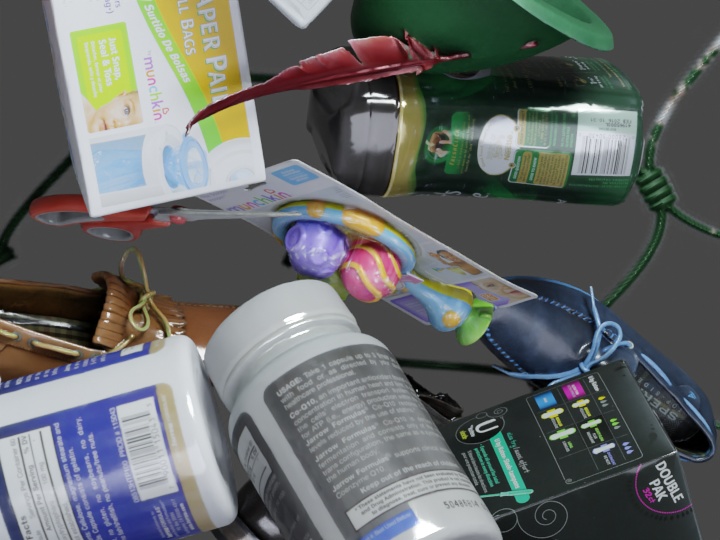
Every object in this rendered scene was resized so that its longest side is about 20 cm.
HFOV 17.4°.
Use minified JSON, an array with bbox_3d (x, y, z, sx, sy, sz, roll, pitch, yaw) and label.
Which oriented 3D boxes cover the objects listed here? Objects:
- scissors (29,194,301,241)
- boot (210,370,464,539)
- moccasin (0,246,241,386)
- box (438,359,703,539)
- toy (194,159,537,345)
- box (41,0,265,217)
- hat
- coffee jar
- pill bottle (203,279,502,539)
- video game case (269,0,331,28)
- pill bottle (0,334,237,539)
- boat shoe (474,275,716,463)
[{"bbox_3d":[-0.123,-0.034,1.406,0.073,0.200,0.014,22,74,-38],"label":"scissors"},{"bbox_3d":[0.010,0.157,1.583,0.174,0.069,0.200,-46,121,3],"label":"boot"},{"bbox_3d":[-0.160,0.033,1.480,0.200,0.074,0.078,7,130,-7],"label":"moccasin"},{"bbox_3d":[0.112,0.175,1.512,0.199,0.124,0.149,-20,119,-2],"label":"box"},{"bbox_3d":[0.000,0.000,1.472,0.199,0.115,0.047,26,66,-31],"label":"toy"},{"bbox_3d":[-0.130,-0.150,1.385,0.112,0.101,0.201,-13,116,-8],"label":"box"},{"bbox_3d":[0.023,-0.125,1.403,0.200,0.166,0.176,32,105,-17],"label":"hat"},{"bbox_3d":[0.069,-0.090,1.463,0.199,0.104,0.086,2,112,-14],"label":"coffee jar"},{"bbox_3d":[-0.010,0.110,1.399,0.113,0.200,0.114,-23,150,-15],"label":"pill bottle"},{"bbox_3d":[-0.043,-0.265,1.282,0.200,0.023,0.182,42,98,-9],"label":"video game case"},{"bbox_3d":[-0.183,0.120,1.417,0.199,0.120,0.120,-15,117,2],"label":"pill bottle"},{"bbox_3d":[0.167,0.064,1.576,0.199,0.069,0.084,24,107,-21],"label":"boat shoe"}]
